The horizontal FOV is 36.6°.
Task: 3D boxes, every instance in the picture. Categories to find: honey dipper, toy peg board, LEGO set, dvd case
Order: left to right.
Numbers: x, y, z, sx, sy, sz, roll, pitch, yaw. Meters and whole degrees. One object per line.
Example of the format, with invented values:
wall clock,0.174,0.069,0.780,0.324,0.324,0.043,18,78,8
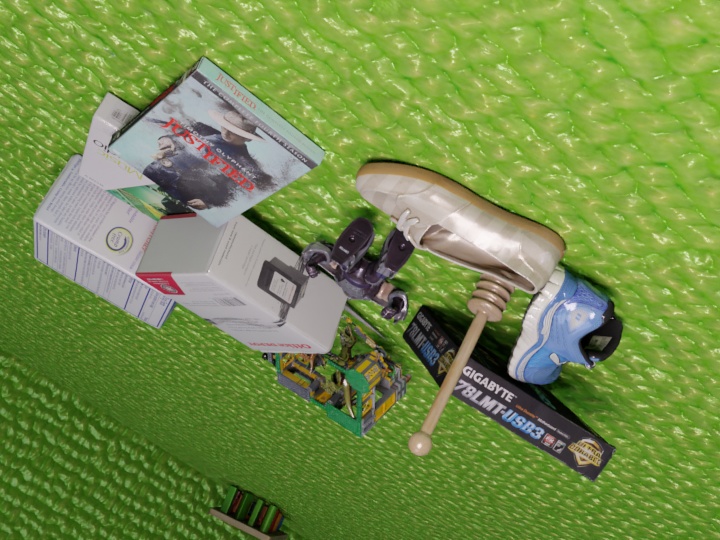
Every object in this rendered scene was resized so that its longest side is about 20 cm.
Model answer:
dvd case,-0.145,-0.117,1.057,0.146,0.022,0.200,37,145,-22
toy peg board,-0.308,0.702,3.174,0.199,0.098,0.199,23,175,15
LEGO set,-0.019,0.108,1.403,0.199,0.116,0.154,22,136,33
honey dipper,0.095,0.086,1.031,0.038,0.201,0.038,24,160,9

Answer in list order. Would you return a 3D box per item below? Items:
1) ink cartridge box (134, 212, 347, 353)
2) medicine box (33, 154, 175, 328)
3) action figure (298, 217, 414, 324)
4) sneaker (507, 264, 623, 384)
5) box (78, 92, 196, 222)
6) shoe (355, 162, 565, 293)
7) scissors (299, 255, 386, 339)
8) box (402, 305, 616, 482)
ink cartridge box,-0.133,0.017,1.260,0.145,0.084,0.200,-2,151,45
medicine box,-0.308,-0.031,1.396,0.199,0.103,0.182,30,159,-7
action figure,0.000,0.000,1.141,0.130,0.070,0.200,23,162,0
sneaker,0.197,0.069,1.041,0.089,0.079,0.200,26,159,13
box,-0.237,-0.112,1.213,0.144,0.036,0.200,31,160,-9
shoe,0.081,-0.039,0.964,0.199,0.054,0.070,24,159,11
scissors,-0.034,0.030,1.326,0.200,0.014,0.073,35,157,-16
box,0.153,0.129,1.173,0.198,0.050,0.200,32,-175,-14
